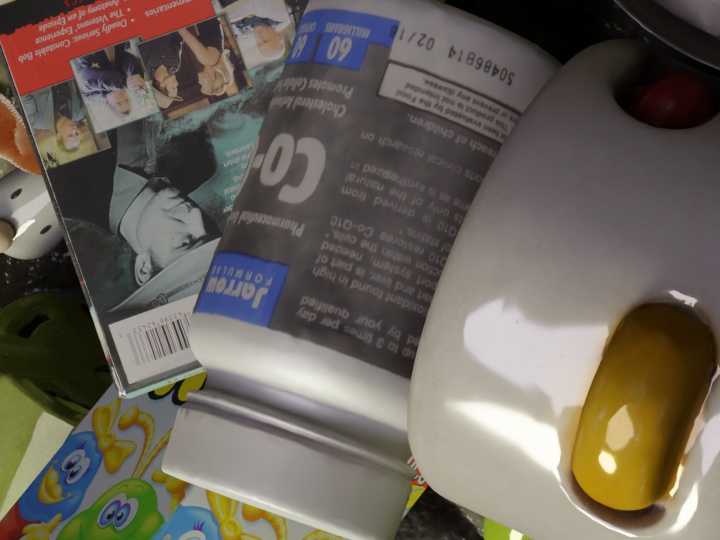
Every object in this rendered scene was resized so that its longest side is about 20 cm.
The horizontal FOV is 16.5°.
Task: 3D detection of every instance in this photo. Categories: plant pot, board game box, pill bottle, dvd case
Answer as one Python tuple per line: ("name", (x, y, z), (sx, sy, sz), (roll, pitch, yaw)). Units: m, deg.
("plant pot", (-0.151, 0.119, 1.221), (0.200, 0.200, 0.190), (31, 116, 14))
("board game box", (-0.068, 0.108, 1.097), (0.105, 0.200, 0.103), (46, 166, -34))
("pill bottle", (0.000, 0.000, 0.971), (0.114, 0.114, 0.200), (16, 81, 25))
("dvd case", (-0.066, -0.064, 1.047), (0.146, 0.022, 0.200), (-20, 83, -2))

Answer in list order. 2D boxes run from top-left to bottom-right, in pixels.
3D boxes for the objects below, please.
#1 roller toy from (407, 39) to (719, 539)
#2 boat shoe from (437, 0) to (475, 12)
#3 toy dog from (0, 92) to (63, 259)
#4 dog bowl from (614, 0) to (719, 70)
("roller toy", (0.114, 0.019, 0.892), (0.140, 0.183, 0.200), (23, 160, 17))
("boat shoe", (0.051, -0.161, 0.976), (0.202, 0.063, 0.074), (107, 149, -51))
("toy dog", (-0.123, -0.053, 1.138), (0.132, 0.096, 0.200), (33, 130, 13))
("dog bowl", (0.163, -0.167, 0.867), (0.200, 0.059, 0.201), (3, 105, 9))
